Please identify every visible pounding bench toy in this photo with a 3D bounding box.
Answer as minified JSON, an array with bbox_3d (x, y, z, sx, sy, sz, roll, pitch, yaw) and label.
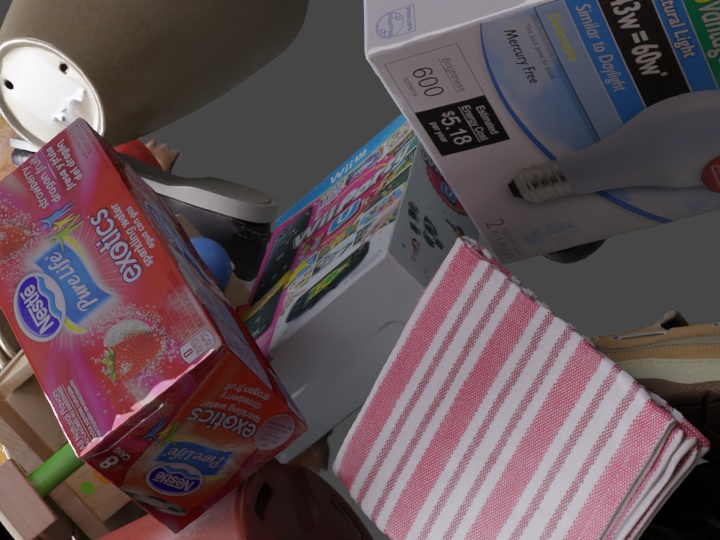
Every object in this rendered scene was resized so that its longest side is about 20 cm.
[{"bbox_3d":[-0.135,0.075,1.133,0.156,0.124,0.200,-39,9,19],"label":"pounding bench toy"}]

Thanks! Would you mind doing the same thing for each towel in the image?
[{"bbox_3d":[0.069,0.089,0.907,0.147,0.030,0.200,-60,40,11],"label":"towel"}]

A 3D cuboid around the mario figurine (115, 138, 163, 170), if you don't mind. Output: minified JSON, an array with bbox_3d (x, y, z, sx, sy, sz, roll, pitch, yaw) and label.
[{"bbox_3d":[-0.206,-0.007,1.358,0.123,0.106,0.202,14,86,17],"label":"mario figurine"}]

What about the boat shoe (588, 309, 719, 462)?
[{"bbox_3d":[0.150,0.056,0.950,0.199,0.072,0.076,-3,43,46],"label":"boat shoe"}]

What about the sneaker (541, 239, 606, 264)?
[{"bbox_3d":[0.083,-0.088,1.086,0.074,0.087,0.201,-44,41,22],"label":"sneaker"}]

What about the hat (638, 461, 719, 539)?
[{"bbox_3d":[0.143,0.171,0.862,0.200,0.081,0.202,-27,49,36],"label":"hat"}]

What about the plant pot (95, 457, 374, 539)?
[{"bbox_3d":[-0.091,0.213,1.035,0.195,0.200,0.202,-33,45,22],"label":"plant pot"}]

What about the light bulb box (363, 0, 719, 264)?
[{"bbox_3d":[0.127,-0.123,0.922,0.199,0.198,0.126,-15,55,19],"label":"light bulb box"}]

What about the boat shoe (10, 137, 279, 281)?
[{"bbox_3d":[-0.154,-0.046,1.291,0.074,0.199,0.061,-38,-37,-76],"label":"boat shoe"}]

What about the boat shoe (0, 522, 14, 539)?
[{"bbox_3d":[-0.210,0.174,1.247,0.074,0.074,0.200,-21,27,-2],"label":"boat shoe"}]

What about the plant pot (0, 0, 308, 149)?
[{"bbox_3d":[-0.163,-0.170,1.281,0.187,0.188,0.200,-19,23,42],"label":"plant pot"}]

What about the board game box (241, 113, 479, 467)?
[{"bbox_3d":[0.000,0.000,1.089,0.147,0.064,0.200,-39,17,27],"label":"board game box"}]

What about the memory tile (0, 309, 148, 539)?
[{"bbox_3d":[-0.183,0.124,1.218,0.017,0.153,0.201,-36,42,16],"label":"memory tile"}]

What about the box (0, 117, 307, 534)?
[{"bbox_3d":[-0.125,0.027,0.998,0.095,0.100,0.200,-38,50,2],"label":"box"}]
